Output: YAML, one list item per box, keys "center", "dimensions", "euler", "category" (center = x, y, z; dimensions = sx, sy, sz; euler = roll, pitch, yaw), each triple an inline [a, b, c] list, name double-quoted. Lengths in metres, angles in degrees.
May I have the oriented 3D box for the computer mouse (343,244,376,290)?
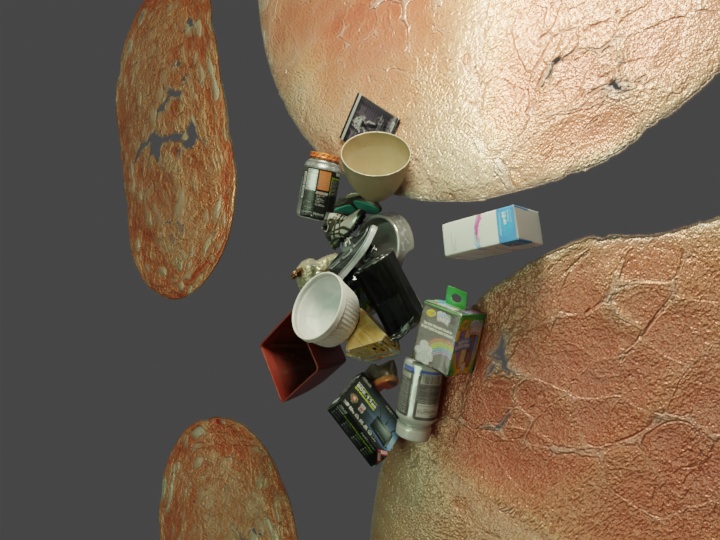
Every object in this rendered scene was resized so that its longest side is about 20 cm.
- center: [0.000, 0.000, 1.651]
  dimensions: [0.201, 0.033, 0.060]
  euler: [-51, 28, 41]
  category: "computer mouse"

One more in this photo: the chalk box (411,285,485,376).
- center: [0.229, 0.146, 1.450]
  dimensions: [0.123, 0.122, 0.206]
  euler: [20, 100, 41]
  category: "chalk box"

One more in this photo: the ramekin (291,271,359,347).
- center: [-0.092, 0.120, 1.617]
  dimensions: [0.197, 0.104, 0.205]
  euler: [-24, 50, 32]
  category: "ramekin"

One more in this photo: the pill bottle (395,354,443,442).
- center: [0.154, 0.338, 1.512]
  dimensions: [0.112, 0.112, 0.207]
  euler: [14, 97, 41]
  category: "pill bottle"

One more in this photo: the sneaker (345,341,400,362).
- center: [0.038, 0.218, 1.658]
  dimensions: [0.196, 0.077, 0.080]
  euler: [-17, 62, 37]
  category: "sneaker"

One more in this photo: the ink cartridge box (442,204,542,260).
- center: [0.314, -0.086, 1.369]
  dimensions: [0.196, 0.142, 0.088]
  euler: [-15, 78, 40]
  category: "ink cartridge box"

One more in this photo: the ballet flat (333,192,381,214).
- center: [-0.006, -0.209, 1.719]
  dimensions: [0.196, 0.068, 0.070]
  euler: [3, 60, 44]
  category: "ballet flat"

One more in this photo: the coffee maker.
- center: [0.083, 0.058, 1.506]
  dimensions: [0.133, 0.192, 0.203]
  euler: [-31, 94, 3]
  category: "coffee maker"

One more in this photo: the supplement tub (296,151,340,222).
- center: [-0.129, -0.263, 1.796]
  dimensions: [0.120, 0.121, 0.207]
  euler: [17, 98, 40]
  category: "supplement tub"

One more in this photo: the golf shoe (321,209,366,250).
- center: [-0.058, -0.140, 1.710]
  dimensions: [0.095, 0.078, 0.199]
  euler: [49, 139, -1]
  category: "golf shoe"

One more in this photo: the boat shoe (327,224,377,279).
- center: [-0.026, -0.062, 1.636]
  dimensions: [0.067, 0.072, 0.201]
  euler: [34, 122, -10]
  category: "boat shoe"

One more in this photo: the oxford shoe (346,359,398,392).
- center: [0.033, 0.317, 1.665]
  dimensions: [0.197, 0.071, 0.075]
  euler: [-25, 52, 34]
  category: "oxford shoe"

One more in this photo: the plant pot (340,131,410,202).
- center: [0.042, -0.277, 1.619]
  dimensions: [0.200, 0.197, 0.137]
  euler: [45, 151, 33]
  category: "plant pot"

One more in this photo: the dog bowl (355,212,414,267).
- center: [0.062, -0.070, 1.655]
  dimensions: [0.196, 0.058, 0.207]
  euler: [-2, 86, 41]
  category: "dog bowl"

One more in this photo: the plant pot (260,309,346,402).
- center: [-0.163, 0.259, 1.762]
  dimensions: [0.200, 0.174, 0.204]
  euler: [-43, 62, 31]
  category: "plant pot"

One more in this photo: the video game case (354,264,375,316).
- center: [-0.039, 0.093, 1.763]
  dimensions: [0.199, 0.022, 0.186]
  euler: [-42, 61, 32]
  category: "video game case"

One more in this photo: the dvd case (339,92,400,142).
- center: [0.025, -0.430, 1.736]
  dimensions: [0.199, 0.016, 0.152]
  euler: [42, 116, 35]
  category: "dvd case"

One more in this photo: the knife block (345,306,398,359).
- center: [0.020, 0.150, 1.616]
  dimensions: [0.197, 0.063, 0.180]
  euler: [-21, 50, 38]
  category: "knife block"

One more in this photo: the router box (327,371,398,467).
- center: [0.019, 0.404, 1.559]
  dimensions: [0.062, 0.150, 0.202]
  euler: [-38, 90, 34]
  category: "router box"

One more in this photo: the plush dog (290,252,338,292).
- center: [-0.132, 0.059, 1.754]
  dimensions: [0.196, 0.159, 0.177]
  euler: [-10, 104, 40]
  category: "plush dog"
